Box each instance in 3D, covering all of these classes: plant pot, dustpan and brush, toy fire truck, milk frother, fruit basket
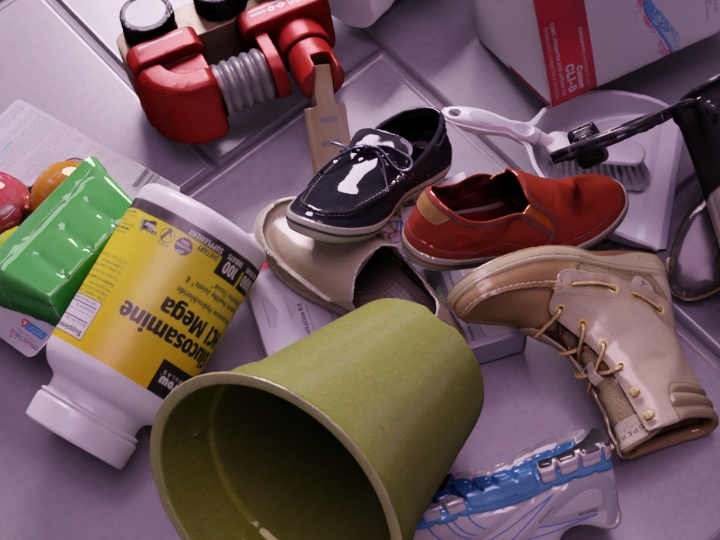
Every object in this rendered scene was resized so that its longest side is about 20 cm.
[{"bbox_3d":[-0.010,0.115,1.121,0.200,0.200,0.190,31,39,17],"label":"plant pot"},{"bbox_3d":[0.164,-0.101,1.333,0.200,0.057,0.140,10,63,8],"label":"dustpan and brush"},{"bbox_3d":[-0.088,-0.145,1.348,0.176,0.129,0.200,-23,53,-9],"label":"toy fire truck"},{"bbox_3d":[0.269,-0.045,1.214,0.200,0.180,0.188,-22,70,23],"label":"milk frother"},{"bbox_3d":[-0.273,-0.037,1.317,0.200,0.094,0.185,26,65,32],"label":"fruit basket"}]

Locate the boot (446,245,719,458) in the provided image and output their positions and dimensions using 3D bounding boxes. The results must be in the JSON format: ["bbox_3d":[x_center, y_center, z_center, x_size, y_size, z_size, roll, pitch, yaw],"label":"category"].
[{"bbox_3d":[0.170,0.064,1.213,0.200,0.073,0.156,1,60,-33],"label":"boot"}]

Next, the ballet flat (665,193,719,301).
[{"bbox_3d":[0.310,-0.054,1.317,0.066,0.057,0.200,32,74,8],"label":"ballet flat"}]

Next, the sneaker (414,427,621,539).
[{"bbox_3d":[0.098,0.188,1.181,0.200,0.075,0.087,-18,100,8],"label":"sneaker"}]

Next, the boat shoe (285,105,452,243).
[{"bbox_3d":[0.008,-0.076,1.246,0.075,0.062,0.200,22,34,26],"label":"boat shoe"}]

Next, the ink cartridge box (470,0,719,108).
[{"bbox_3d":[0.203,-0.260,1.347,0.200,0.145,0.145,-24,39,-9],"label":"ink cartridge box"}]

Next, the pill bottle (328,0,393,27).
[{"bbox_3d":[0.039,-0.312,1.418,0.120,0.120,0.200,35,69,19],"label":"pill bottle"}]

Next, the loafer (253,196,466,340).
[{"bbox_3d":[0.000,0.000,1.236,0.200,0.068,0.076,35,69,19],"label":"loafer"}]

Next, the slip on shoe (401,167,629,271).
[{"bbox_3d":[0.125,-0.047,1.236,0.200,0.061,0.074,-10,44,-27],"label":"slip on shoe"}]

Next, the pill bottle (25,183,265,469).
[{"bbox_3d":[-0.166,0.044,1.230,0.112,0.112,0.200,28,81,16],"label":"pill bottle"}]

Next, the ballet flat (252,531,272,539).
[{"bbox_3d":[-0.076,0.194,1.184,0.072,0.072,0.200,-31,64,-13],"label":"ballet flat"}]

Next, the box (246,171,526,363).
[{"bbox_3d":[0.013,0.019,1.287,0.200,0.041,0.156,-16,62,-7],"label":"box"}]
